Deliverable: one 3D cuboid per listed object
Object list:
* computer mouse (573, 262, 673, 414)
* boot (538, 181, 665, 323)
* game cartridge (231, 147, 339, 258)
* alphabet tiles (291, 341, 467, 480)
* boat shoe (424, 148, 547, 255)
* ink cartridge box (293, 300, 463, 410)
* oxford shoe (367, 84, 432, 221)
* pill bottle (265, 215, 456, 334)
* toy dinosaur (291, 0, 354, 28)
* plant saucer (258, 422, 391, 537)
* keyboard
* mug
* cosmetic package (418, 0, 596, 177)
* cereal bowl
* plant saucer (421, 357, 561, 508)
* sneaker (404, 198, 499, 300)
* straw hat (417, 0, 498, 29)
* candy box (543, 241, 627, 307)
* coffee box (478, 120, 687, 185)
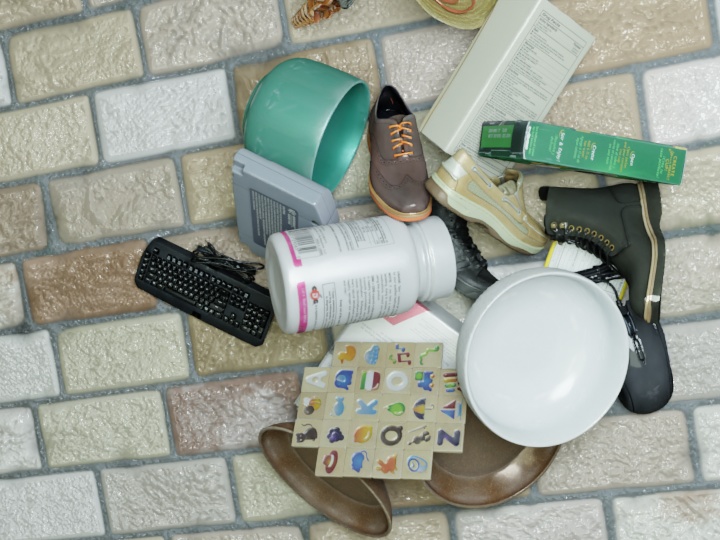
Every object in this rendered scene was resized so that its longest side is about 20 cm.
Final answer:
[{"bbox_3d":[0.291,0.086,1.233,0.139,0.046,0.202,-14,100,1],"label":"computer mouse"},{"bbox_3d":[0.268,-0.022,1.186,0.137,0.201,0.078,2,131,9],"label":"boot"},{"bbox_3d":[-0.089,-0.060,1.273,0.132,0.200,0.042,23,64,8],"label":"game cartridge"},{"bbox_3d":[0.023,0.157,1.205,0.198,0.006,0.168,-1,59,15],"label":"alphabet tiles"},{"bbox_3d":[0.163,-0.080,1.206,0.076,0.199,0.072,-52,47,14],"label":"boat shoe"},{"bbox_3d":[0.034,0.125,1.305,0.145,0.085,0.201,36,101,8],"label":"ink cartridge box"},{"bbox_3d":[0.040,-0.137,1.221,0.070,0.201,0.073,-8,135,-8],"label":"oxford shoe"},{"bbox_3d":[0.000,0.000,1.191,0.198,0.113,0.115,-9,94,-15],"label":"pill bottle"},{"bbox_3d":[-0.036,-0.357,1.242,0.199,0.102,0.137,-26,62,33],"label":"toy dinosaur"},{"bbox_3d":[-0.036,0.250,1.299,0.200,0.201,0.037,37,61,8],"label":"plant saucer"},{"bbox_3d":[-0.202,0.017,1.375,0.198,0.040,0.105,24,101,9],"label":"keyboard"},{"bbox_3d":[-0.078,-0.161,1.268,0.114,0.152,0.187,25,99,14],"label":"mug"},{"bbox_3d":[0.168,-0.215,1.220,0.201,0.103,0.073,-57,37,11],"label":"cosmetic package"},{"bbox_3d":[0.194,0.090,1.181,0.198,0.083,0.202,-3,102,-15],"label":"cereal bowl"},{"bbox_3d":[0.151,0.190,1.269,0.198,0.037,0.203,-7,112,-16],"label":"plant saucer"},{"bbox_3d":[0.109,-0.045,1.281,0.199,0.060,0.105,29,106,13],"label":"sneaker"},{"bbox_3d":[0.086,-0.371,1.238,0.085,0.200,0.203,-11,94,57],"label":"straw hat"},{"bbox_3d":[0.255,0.048,1.272,0.101,0.026,0.202,20,100,7],"label":"candy box"},{"bbox_3d":[0.243,-0.131,1.167,0.198,0.123,0.044,7,95,-18],"label":"coffee box"}]
